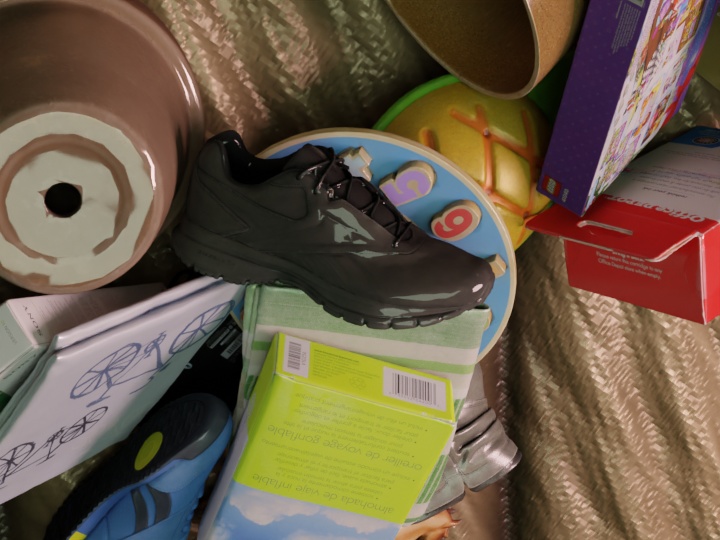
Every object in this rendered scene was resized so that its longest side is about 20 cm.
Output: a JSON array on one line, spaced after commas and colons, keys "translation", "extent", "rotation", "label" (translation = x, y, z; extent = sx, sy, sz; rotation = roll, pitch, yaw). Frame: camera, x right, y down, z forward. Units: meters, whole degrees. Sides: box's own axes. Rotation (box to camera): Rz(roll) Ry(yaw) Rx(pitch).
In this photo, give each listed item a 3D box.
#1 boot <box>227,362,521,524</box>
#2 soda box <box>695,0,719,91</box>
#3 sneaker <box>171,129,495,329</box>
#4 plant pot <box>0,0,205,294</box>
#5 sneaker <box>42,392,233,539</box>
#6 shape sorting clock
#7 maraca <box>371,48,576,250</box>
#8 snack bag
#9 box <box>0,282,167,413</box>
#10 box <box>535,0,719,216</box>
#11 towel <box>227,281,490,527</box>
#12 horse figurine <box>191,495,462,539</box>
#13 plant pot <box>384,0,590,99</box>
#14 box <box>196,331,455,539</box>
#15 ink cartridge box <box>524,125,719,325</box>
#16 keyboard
[{"translation": [0.011, 0.127, 1.105], "extent": [0.199, 0.068, 0.131], "rotation": [-21, 101, -8], "label": "boot"}, {"translation": [0.300, -0.140, 1.079], "extent": [0.200, 0.064, 0.068], "rotation": [34, 55, -24], "label": "soda box"}, {"translation": [-0.015, -0.026, 0.926], "extent": [0.199, 0.076, 0.091], "rotation": [15, 114, 7], "label": "sneaker"}, {"translation": [-0.186, -0.069, 0.935], "extent": [0.199, 0.175, 0.201], "rotation": [-4, 111, -12], "label": "plant pot"}, {"translation": [-0.136, 0.156, 1.068], "extent": [0.078, 0.066, 0.200], "rotation": [35, 123, -20], "label": "sneaker"}, {"translation": [0.000, 0.000, 0.997], "extent": [0.199, 0.039, 0.201], "rotation": [8, 127, 11], "label": "shape sorting clock"}, {"translation": [0.082, -0.073, 1.041], "extent": [0.200, 0.107, 0.137], "rotation": [-34, 117, -10], "label": "maraca"}, {"translation": [-0.166, 0.077, 0.969], "extent": [0.021, 0.188, 0.200], "rotation": [49, 127, 11], "label": "snack bag"}, {"translation": [-0.208, 0.065, 0.960], "extent": [0.144, 0.200, 0.036], "rotation": [-36, 80, 17], "label": "box"}, {"translation": [0.176, -0.145, 0.960], "extent": [0.137, 0.039, 0.200], "rotation": [-43, 157, -36], "label": "box"}, {"translation": [-0.010, 0.089, 1.027], "extent": [0.152, 0.023, 0.201], "rotation": [8, 126, -5], "label": "towel"}, {"translation": [-0.035, 0.199, 1.145], "extent": [0.200, 0.050, 0.133], "rotation": [30, 108, -25], "label": "horse figurine"}, {"translation": [0.118, -0.238, 0.959], "extent": [0.200, 0.186, 0.187], "rotation": [-38, 116, -14], "label": "plant pot"}, {"translation": [-0.029, 0.141, 1.021], "extent": [0.122, 0.048, 0.200], "rotation": [16, 126, -11], "label": "box"}, {"translation": [0.216, -0.028, 1.042], "extent": [0.200, 0.116, 0.067], "rotation": [-27, 120, -35], "label": "ink cartridge box"}, {"translation": [-0.095, 0.031, 1.076], "extent": [0.104, 0.040, 0.200], "rotation": [36, 107, -31], "label": "keyboard"}]
